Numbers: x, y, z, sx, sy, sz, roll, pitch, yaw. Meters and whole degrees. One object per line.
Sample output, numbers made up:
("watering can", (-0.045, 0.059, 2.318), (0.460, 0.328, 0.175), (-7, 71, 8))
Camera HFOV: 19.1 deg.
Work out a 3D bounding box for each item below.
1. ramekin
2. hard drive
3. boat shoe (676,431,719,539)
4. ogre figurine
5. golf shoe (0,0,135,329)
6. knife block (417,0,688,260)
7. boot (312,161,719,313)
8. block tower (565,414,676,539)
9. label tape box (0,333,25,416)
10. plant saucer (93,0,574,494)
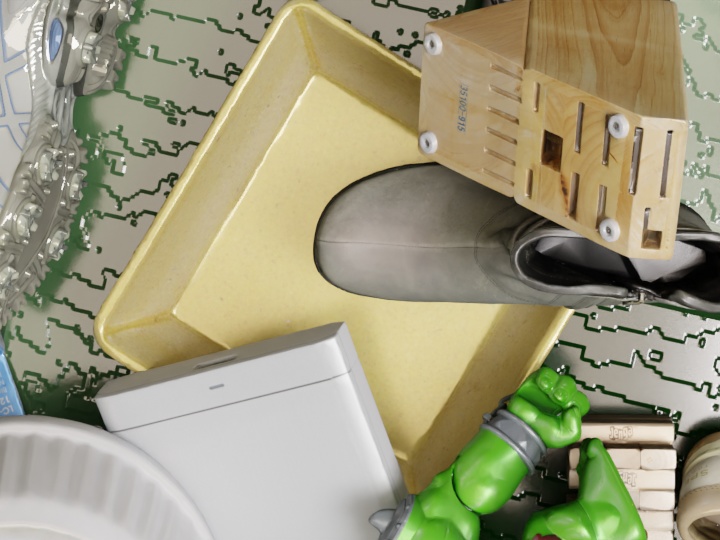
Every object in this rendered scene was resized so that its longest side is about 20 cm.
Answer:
("ramekin", (-0.158, 0.176, 0.997), (0.200, 0.094, 0.204), (-1, 102, -5))
("hard drive", (-0.035, 0.134, 1.047), (0.131, 0.027, 0.201), (-15, 107, 20))
("boat shoe", (0.247, 0.143, 1.034), (0.199, 0.065, 0.073), (22, 124, 3))
("ogre figurine", (0.079, 0.157, 0.988), (0.119, 0.098, 0.202), (-18, 103, -11))
("golf shoe", (-0.182, -0.070, 1.057), (0.096, 0.078, 0.202), (13, 77, 10))
("knife block", (0.121, -0.086, 0.976), (0.175, 0.199, 0.064), (-18, 122, -35))
("boot", (0.073, -0.014, 0.968), (0.198, 0.131, 0.068), (2, 94, 4))
("block tower", (0.125, 0.175, 1.062), (0.057, 0.054, 0.202), (0, 93, 5))
("label tape box", (-0.270, 0.010, 1.074), (0.142, 0.066, 0.201), (-19, 90, 5))
("plant saucer", (0.000, 0.000, 1.063), (0.199, 0.048, 0.201), (32, 95, 1))
